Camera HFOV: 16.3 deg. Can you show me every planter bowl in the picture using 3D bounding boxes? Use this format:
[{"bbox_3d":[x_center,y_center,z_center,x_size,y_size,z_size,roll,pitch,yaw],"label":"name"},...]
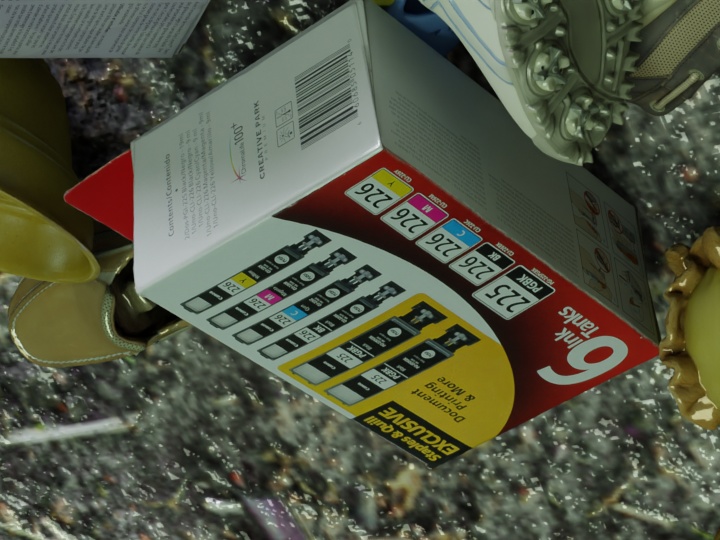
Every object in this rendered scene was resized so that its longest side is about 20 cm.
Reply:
[{"bbox_3d":[-0.198,-0.071,1.163,0.199,0.084,0.200,20,166,5],"label":"planter bowl"}]

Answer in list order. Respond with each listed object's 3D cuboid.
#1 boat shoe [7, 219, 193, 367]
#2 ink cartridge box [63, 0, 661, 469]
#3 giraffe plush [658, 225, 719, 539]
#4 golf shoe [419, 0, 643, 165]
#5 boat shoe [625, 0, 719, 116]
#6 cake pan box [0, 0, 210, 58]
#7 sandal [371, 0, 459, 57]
[{"bbox_3d":[-0.107,0.008,1.209,0.199,0.076,0.072,-28,110,38],"label":"boat shoe"},{"bbox_3d":[0.000,0.000,1.077,0.175,0.084,0.200,-29,138,28],"label":"ink cartridge box"},{"bbox_3d":[0.192,0.055,1.070,0.172,0.199,0.163,-27,78,48],"label":"giraffe plush"},{"bbox_3d":[0.041,-0.131,0.964,0.097,0.078,0.201,10,135,45],"label":"golf shoe"},{"bbox_3d":[0.159,-0.125,0.995,0.073,0.075,0.200,37,141,-18],"label":"boat shoe"},{"bbox_3d":[-0.140,-0.141,1.026,0.183,0.053,0.200,-1,161,-19],"label":"cake pan box"},{"bbox_3d":[0.055,-0.137,1.026,0.087,0.080,0.200,26,133,-1],"label":"sandal"}]
